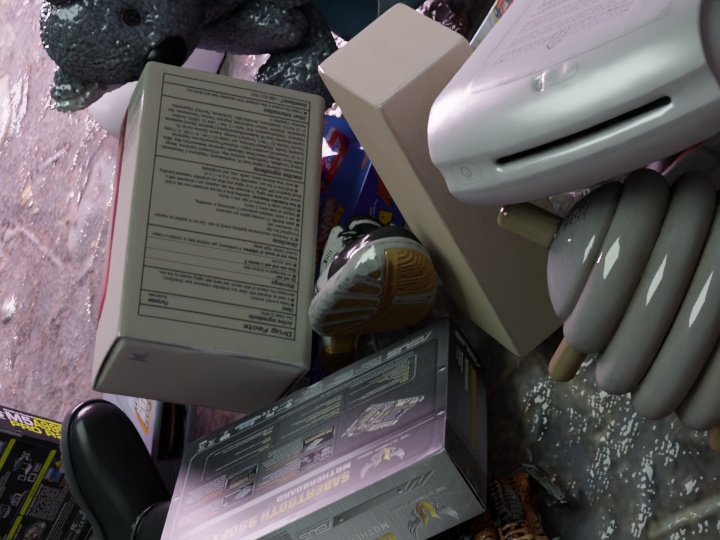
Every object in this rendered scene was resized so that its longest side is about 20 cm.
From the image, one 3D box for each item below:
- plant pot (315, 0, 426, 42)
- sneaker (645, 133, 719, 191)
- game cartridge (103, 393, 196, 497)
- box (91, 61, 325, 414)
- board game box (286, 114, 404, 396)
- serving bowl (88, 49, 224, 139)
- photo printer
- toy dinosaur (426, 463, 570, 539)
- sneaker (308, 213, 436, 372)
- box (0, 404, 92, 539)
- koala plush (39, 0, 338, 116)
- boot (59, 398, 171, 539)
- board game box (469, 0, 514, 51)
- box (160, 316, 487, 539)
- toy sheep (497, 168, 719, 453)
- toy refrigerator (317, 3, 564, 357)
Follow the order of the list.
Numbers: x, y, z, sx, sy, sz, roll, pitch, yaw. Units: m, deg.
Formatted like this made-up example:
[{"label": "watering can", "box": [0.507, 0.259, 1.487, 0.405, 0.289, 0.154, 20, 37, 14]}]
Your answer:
[{"label": "plant pot", "box": [0.016, -0.278, 1.196, 0.134, 0.201, 0.200, -29, 34, -15]}, {"label": "sneaker", "box": [0.198, -0.075, 0.941, 0.200, 0.077, 0.082, -53, 29, 4]}, {"label": "game cartridge", "box": [-0.158, 0.056, 1.295, 0.133, 0.041, 0.201, 44, 133, 48]}, {"label": "box", "box": [-0.101, -0.019, 1.145, 0.109, 0.127, 0.201, 131, 146, -61]}, {"label": "board game box", "box": [-0.038, -0.011, 1.229, 0.134, 0.045, 0.201, 19, 88, 54]}, {"label": "serving bowl", "box": [-0.192, -0.214, 1.515, 0.200, 0.066, 0.201, -27, 53, 42]}, {"label": "photo printer", "box": [0.129, -0.108, 0.849, 0.166, 0.070, 0.200, -19, 22, 35]}, {"label": "toy dinosaur", "box": [0.056, 0.162, 1.005, 0.136, 0.102, 0.200, -51, 17, 0]}, {"label": "sneaker", "box": [0.000, 0.000, 1.074, 0.200, 0.075, 0.088, 112, 155, -70]}, {"label": "box", "box": [-0.302, 0.206, 1.365, 0.201, 0.160, 0.044, -62, 35, 11]}, {"label": "koala plush", "box": [-0.136, -0.190, 1.193, 0.184, 0.199, 0.178, 55, 161, 34]}, {"label": "boot", "box": [-0.116, 0.161, 1.179, 0.200, 0.065, 0.166, -10, 102, 51]}, {"label": "board game box", "box": [0.137, -0.192, 1.025, 0.034, 0.134, 0.201, 35, 105, 13]}, {"label": "box", "box": [-0.021, 0.122, 1.017, 0.199, 0.048, 0.159, -28, 22, 15]}, {"label": "toy sheep", "box": [0.159, 0.015, 0.852, 0.138, 0.199, 0.139, 20, -90, -89]}, {"label": "toy refrigerator", "box": [0.061, -0.051, 0.987, 0.070, 0.200, 0.076, -39, 36, -9]}]
